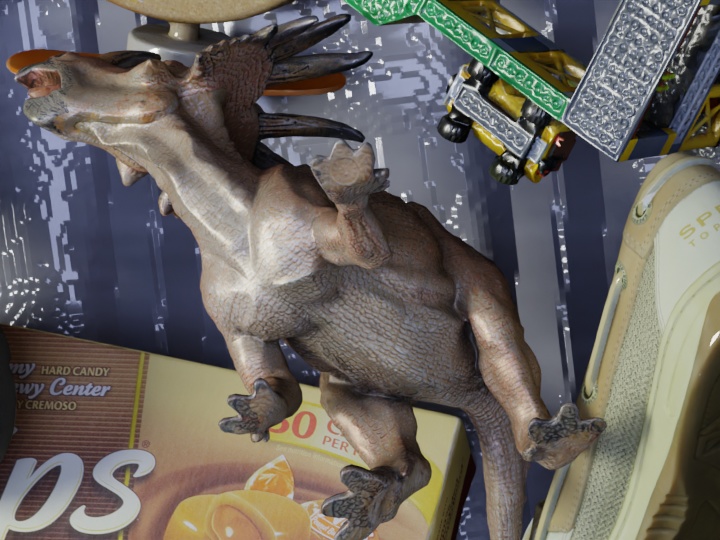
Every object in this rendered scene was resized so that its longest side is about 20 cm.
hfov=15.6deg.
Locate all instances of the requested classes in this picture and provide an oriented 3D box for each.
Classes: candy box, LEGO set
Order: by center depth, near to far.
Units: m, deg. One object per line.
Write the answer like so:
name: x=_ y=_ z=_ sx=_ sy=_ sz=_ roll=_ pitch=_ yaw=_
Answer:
LEGO set: x=0.097 y=-0.123 z=0.759 sx=0.154 sy=0.116 sz=0.200 roll=32 pitch=114 yaw=30
candy box: x=-0.074 y=0.086 z=0.817 sx=0.200 sy=0.055 sz=0.115 roll=11 pitch=70 yaw=13

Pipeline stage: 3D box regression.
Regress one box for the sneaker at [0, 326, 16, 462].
sneaker: x=-0.169 y=-0.021 z=0.792 sx=0.075 sy=0.079 sz=0.200 roll=-43 pitch=61 yaw=27

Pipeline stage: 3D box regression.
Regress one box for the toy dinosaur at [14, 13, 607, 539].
toy dinosaur: x=0.000 y=0.000 z=0.759 sx=0.086 sy=0.136 sz=0.200 roll=-39 pitch=115 yaw=13

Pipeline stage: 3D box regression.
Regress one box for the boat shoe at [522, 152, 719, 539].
boat shoe: x=0.086 y=0.056 z=0.769 sx=0.063 sy=0.073 sz=0.201 roll=56 pitch=152 yaw=36

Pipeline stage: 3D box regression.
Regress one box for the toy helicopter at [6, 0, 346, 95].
toy helicopter: x=-0.087 y=-0.100 z=0.821 sx=0.200 sy=0.079 sz=0.132 roll=-14 pitch=103 yaw=26
